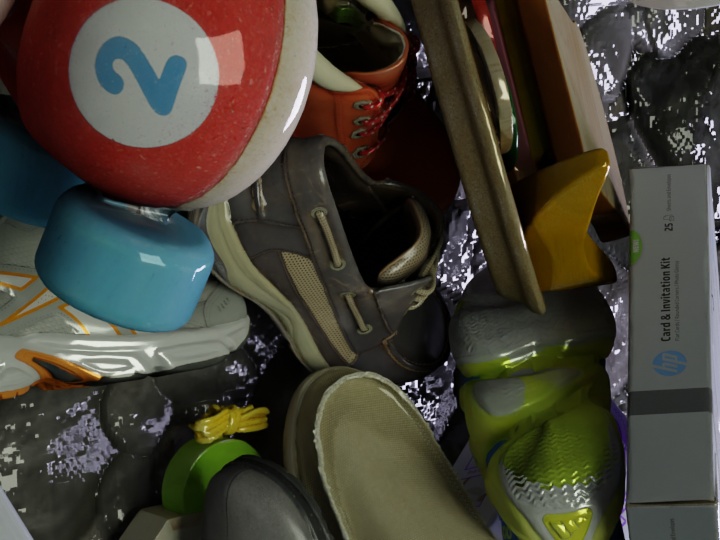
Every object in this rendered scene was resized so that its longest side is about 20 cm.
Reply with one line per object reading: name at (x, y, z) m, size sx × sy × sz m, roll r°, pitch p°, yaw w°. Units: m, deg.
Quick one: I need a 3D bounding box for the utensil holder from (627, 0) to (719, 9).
utensil holder at (0.148, -0.245, 1.109) m, size 0.170 × 0.170 × 0.200 m, roll -47°, pitch 125°, yaw -25°

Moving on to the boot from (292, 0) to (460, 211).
boot at (-0.004, -0.074, 1.046) m, size 0.200 × 0.107 × 0.075 m, roll 38°, pitch 69°, yaw -40°

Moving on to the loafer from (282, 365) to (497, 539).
loafer at (0.030, 0.126, 1.022) m, size 0.076 × 0.068 × 0.200 m, roll -10°, pitch 71°, yaw -38°

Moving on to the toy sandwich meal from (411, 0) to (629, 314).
toy sandwich meal at (0.074, -0.072, 1.065) m, size 0.070 × 0.205 × 0.205 m, roll -16°, pitch 112°, yaw 4°

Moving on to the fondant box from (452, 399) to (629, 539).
fondant box at (0.088, 0.164, 1.142) m, size 0.144 × 0.058 × 0.200 m, roll 51°, pitch 47°, yaw -19°

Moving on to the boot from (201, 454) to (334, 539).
boot at (-0.072, 0.184, 0.994) m, size 0.132 × 0.070 × 0.200 m, roll -12°, pitch 103°, yaw -43°

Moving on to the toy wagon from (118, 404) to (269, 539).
toy wagon at (-0.063, 0.155, 1.075) m, size 0.155 × 0.040 × 0.200 m, roll -9°, pitch 102°, yaw -40°

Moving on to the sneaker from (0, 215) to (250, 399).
sneaker at (-0.125, 0.003, 0.979) m, size 0.200 × 0.076 × 0.092 m, roll -6°, pitch 88°, yaw -46°

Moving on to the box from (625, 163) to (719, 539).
box at (0.143, 0.076, 1.079) m, size 0.156 × 0.041 × 0.200 m, roll 78°, pitch 14°, yaw -45°

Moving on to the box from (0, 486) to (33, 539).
box at (-0.204, 0.096, 0.838) m, size 0.097 × 0.200 × 0.177 m, roll -43°, pitch 121°, yaw -28°

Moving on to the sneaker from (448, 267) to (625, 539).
sneaker at (0.080, 0.079, 1.090) m, size 0.200 × 0.076 × 0.105 m, roll -86°, pitch 172°, yaw -57°

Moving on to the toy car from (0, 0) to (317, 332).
toy car at (-0.132, -0.101, 0.836) m, size 0.200 × 0.177 × 0.184 m, roll 12°, pitch 108°, yaw -36°

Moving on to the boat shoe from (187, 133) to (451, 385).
boat shoe at (0.000, 0.000, 1.051) m, size 0.200 × 0.073 × 0.075 m, roll 37°, pitch 48°, yaw -56°
